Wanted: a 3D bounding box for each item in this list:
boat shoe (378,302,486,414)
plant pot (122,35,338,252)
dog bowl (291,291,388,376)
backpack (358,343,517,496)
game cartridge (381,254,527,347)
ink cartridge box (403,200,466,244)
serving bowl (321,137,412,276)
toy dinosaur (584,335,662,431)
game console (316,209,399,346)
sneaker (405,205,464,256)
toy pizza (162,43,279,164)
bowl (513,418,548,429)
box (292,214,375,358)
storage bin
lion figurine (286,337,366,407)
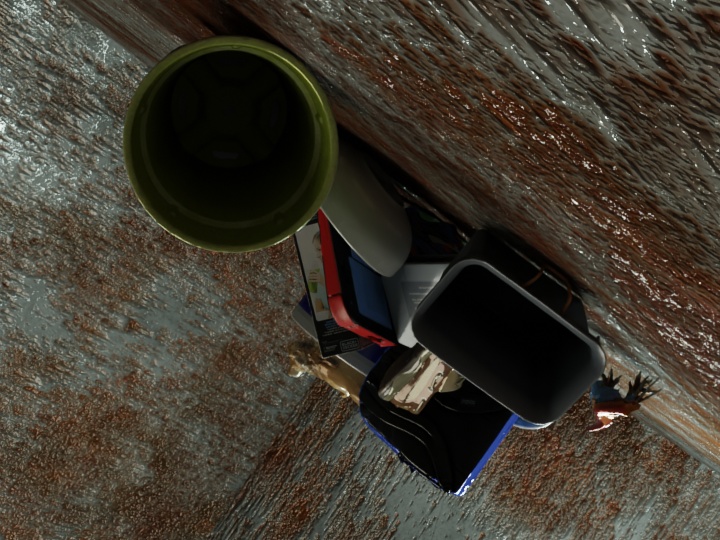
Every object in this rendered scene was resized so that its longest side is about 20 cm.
[{"bbox_3d":[0.101,0.111,1.301,0.072,0.200,0.076,38,-138,-5],"label":"boat shoe"},{"bbox_3d":[-0.128,-0.143,1.041,0.200,0.201,0.184,35,-168,-17],"label":"plant pot"},{"bbox_3d":[-0.004,0.093,1.595,0.199,0.079,0.200,36,-178,-1],"label":"dog bowl"},{"bbox_3d":[0.099,0.202,1.465,0.199,0.163,0.168,35,173,17],"label":"backpack"},{"bbox_3d":[0.121,0.046,1.316,0.198,0.135,0.040,1,-161,40],"label":"game cartridge"},{"bbox_3d":[0.076,-0.045,1.578,0.146,0.083,0.200,34,180,-40],"label":"ink cartridge box"},{"bbox_3d":[0.003,-0.092,1.281,0.200,0.066,0.200,49,-166,-16],"label":"serving bowl"},{"bbox_3d":[0.365,0.195,1.492,0.104,0.202,0.181,19,-154,22],"label":"toy dinosaur"},{"bbox_3d":[0.000,0.000,1.351,0.031,0.179,0.200,-13,161,19],"label":"game console"},{"bbox_3d":[0.115,-0.024,1.377,0.199,0.079,0.076,33,162,16],"label":"sneaker"},{"bbox_3d":[-0.160,-0.164,1.201,0.032,0.202,0.200,-22,134,40],"label":"toy pizza"},{"bbox_3d":[0.234,0.111,1.478,0.200,0.105,0.203,32,137,36],"label":"bowl"},{"bbox_3d":[-0.030,0.006,1.400,0.117,0.059,0.202,-17,-86,-71],"label":"box"},{"bbox_3d":[0.171,0.042,1.163,0.199,0.146,0.135,35,-153,-8],"label":"storage bin"},{"bbox_3d":[-0.019,0.163,1.577,0.199,0.073,0.122,18,162,42],"label":"lion figurine"}]
